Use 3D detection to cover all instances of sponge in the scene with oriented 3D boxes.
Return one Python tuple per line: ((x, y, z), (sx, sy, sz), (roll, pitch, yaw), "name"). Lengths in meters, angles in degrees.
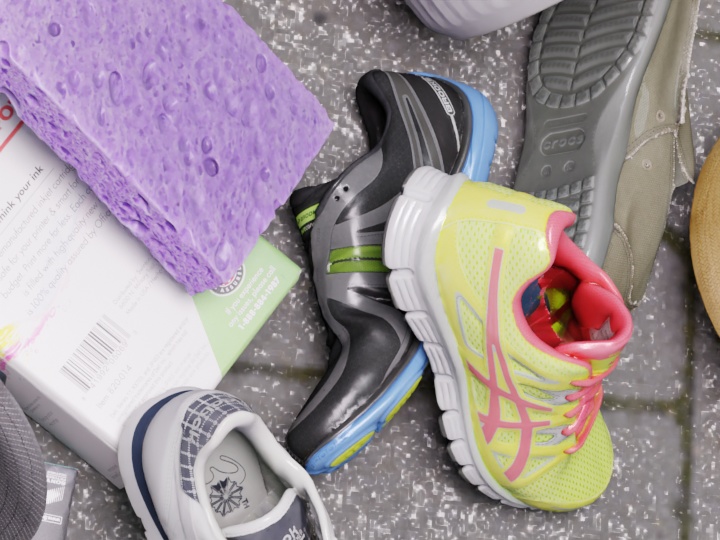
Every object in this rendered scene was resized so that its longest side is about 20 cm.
((-0.104, -0.095, 1.215), (0.200, 0.030, 0.112), (47, 48, -18), "sponge")

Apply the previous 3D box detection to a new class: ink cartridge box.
((-0.141, -0.014, 1.259), (0.200, 0.067, 0.117), (40, 73, -6), "ink cartridge box")

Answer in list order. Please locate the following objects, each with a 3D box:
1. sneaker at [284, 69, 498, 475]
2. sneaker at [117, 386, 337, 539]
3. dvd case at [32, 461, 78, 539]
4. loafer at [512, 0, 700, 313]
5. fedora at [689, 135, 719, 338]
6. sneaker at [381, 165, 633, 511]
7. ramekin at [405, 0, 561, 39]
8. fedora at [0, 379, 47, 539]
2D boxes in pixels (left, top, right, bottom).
((0.000, 0.000, 1.300), (0.082, 0.071, 0.201), (20, 68, -8), "sneaker")
((-0.031, 0.140, 1.206), (0.076, 0.080, 0.201), (-37, 105, -26), "sneaker")
((-0.207, 0.168, 1.228), (0.145, 0.022, 0.201), (12, 75, -13), "dvd case")
((0.118, -0.066, 1.352), (0.070, 0.075, 0.201), (32, 68, -41), "loafer")
((0.239, 0.005, 1.358), (0.199, 0.082, 0.202), (3, 75, -11), "fedora")
((0.081, 0.039, 1.260), (0.200, 0.090, 0.078), (61, 43, -43), "sneaker")
((0.088, -0.182, 1.298), (0.202, 0.202, 0.095), (-34, 100, -19), "ramekin")
((-0.213, 0.034, 1.172), (0.200, 0.176, 0.091), (40, 41, -28), "fedora")
